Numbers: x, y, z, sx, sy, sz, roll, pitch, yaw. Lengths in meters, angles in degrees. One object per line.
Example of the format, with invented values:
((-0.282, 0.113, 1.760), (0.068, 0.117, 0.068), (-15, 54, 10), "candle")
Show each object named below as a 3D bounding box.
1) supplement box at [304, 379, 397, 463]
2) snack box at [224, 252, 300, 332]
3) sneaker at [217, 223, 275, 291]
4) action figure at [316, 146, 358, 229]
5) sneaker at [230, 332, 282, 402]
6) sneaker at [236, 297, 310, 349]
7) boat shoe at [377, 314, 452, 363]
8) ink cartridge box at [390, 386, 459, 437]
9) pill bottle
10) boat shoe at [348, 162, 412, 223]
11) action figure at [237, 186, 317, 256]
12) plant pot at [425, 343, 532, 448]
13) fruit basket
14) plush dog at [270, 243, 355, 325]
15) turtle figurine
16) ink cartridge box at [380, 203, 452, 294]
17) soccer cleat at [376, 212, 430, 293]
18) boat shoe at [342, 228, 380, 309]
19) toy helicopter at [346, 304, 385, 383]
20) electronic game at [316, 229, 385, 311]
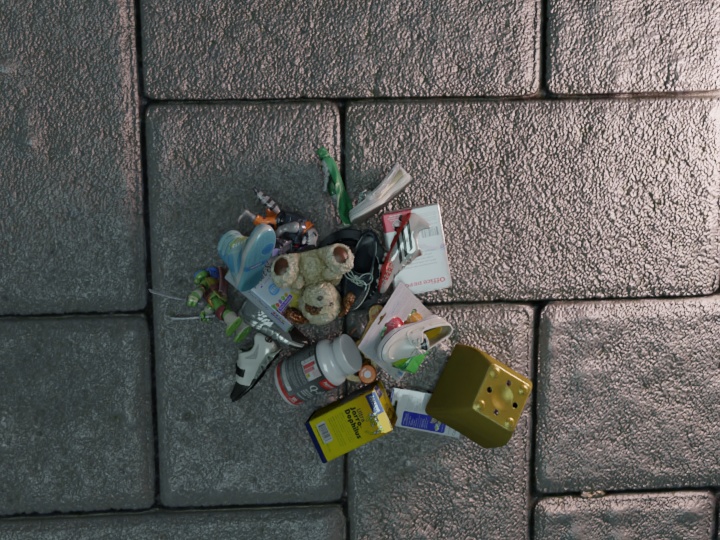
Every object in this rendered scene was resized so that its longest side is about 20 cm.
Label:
((-0.021, 0.370, 1.644), (0.197, 0.109, 0.111), (-28, 89, 10), "supplement box")
((-0.207, 0.027, 1.609), (0.199, 0.053, 0.143), (41, 54, -3), "snack box")
((-0.262, -0.060, 1.481), (0.131, 0.079, 0.201), (51, 136, 21), "sneaker")
((-0.063, -0.202, 1.616), (0.053, 0.118, 0.205), (-18, 88, 12), "action figure")
((-0.277, 0.235, 1.650), (0.088, 0.074, 0.201), (40, 110, 5), "sneaker")
((-0.199, 0.108, 1.647), (0.196, 0.075, 0.118), (25, 92, -4), "sneaker")
((0.131, 0.164, 1.546), (0.196, 0.069, 0.073), (-19, 113, -29), "boat shoe")
((0.165, 0.358, 1.707), (0.195, 0.039, 0.102), (12, 96, -5), "ink cartridge box")
((-0.102, 0.237, 1.616), (0.197, 0.116, 0.118), (-28, 97, 21), "pill bottle")
((0.040, -0.184, 1.607), (0.201, 0.075, 0.065), (-40, 85, -22), "boat shoe")
((-0.187, -0.106, 1.562), (0.190, 0.200, 0.107), (24, 108, 3), "action figure")
((0.301, 0.301, 1.601), (0.193, 0.200, 0.197), (30, 76, -5), "plant pot")
((0.091, 0.151, 1.614), (0.200, 0.093, 0.187), (41, 79, -38), "fruit basket")
((-0.105, 0.041, 1.562), (0.195, 0.160, 0.177), (-12, 89, -8), "plush dog")
((-0.369, 0.102, 1.594), (0.193, 0.198, 0.146), (39, 138, 22), "turtle figurine")
((0.135, -0.052, 1.638), (0.144, 0.086, 0.206), (-9, 98, 1), "ink cartridge box")
((0.099, -0.034, 1.565), (0.083, 0.069, 0.204), (22, 94, 5), "soccer cleat")
((0.000, 0.000, 1.594), (0.073, 0.062, 0.204), (23, 102, 4), "boat shoe")
((0.003, 0.178, 1.675), (0.129, 0.079, 0.204), (21, 84, 4), "toy helicopter")
((-0.025, 0.000, 1.651), (0.194, 0.042, 0.206), (1, 99, 9), "electronic game")
